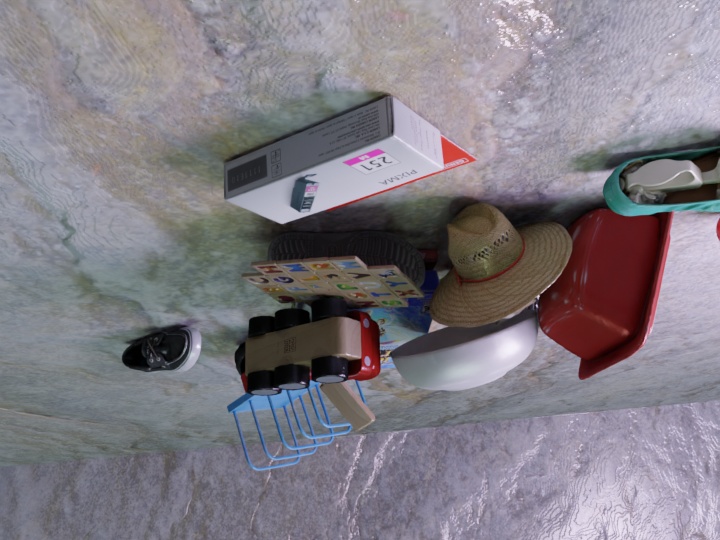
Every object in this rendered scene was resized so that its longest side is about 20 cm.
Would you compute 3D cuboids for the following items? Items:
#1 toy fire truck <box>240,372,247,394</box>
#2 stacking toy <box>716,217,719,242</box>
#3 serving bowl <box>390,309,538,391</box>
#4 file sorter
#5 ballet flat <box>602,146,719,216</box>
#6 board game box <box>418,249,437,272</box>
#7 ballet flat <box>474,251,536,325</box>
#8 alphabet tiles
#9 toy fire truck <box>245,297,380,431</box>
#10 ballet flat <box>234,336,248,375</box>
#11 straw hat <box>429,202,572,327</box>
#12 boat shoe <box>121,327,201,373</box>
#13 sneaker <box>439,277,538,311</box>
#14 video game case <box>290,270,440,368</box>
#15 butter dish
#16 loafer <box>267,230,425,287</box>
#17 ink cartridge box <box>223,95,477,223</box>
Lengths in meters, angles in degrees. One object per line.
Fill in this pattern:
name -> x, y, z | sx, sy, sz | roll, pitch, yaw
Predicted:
toy fire truck -> -0.101, 0.167, 1.514 | 0.197, 0.050, 0.141 | -10, 157, -30
stacking toy -> 0.494, -0.064, 0.990 | 0.084, 0.087, 0.200 | 2, 165, -21
serving bowl -> 0.140, 0.110, 1.105 | 0.196, 0.067, 0.200 | -18, -178, 1
file sorter -> -0.101, 0.241, 1.449 | 0.199, 0.125, 0.137 | -36, 156, 33
ballet flat -> 0.346, -0.093, 0.863 | 0.196, 0.069, 0.070 | -8, 170, 16
board game box -> 0.000, 0.000, 1.158 | 0.195, 0.020, 0.103 | -3, 161, -6
ballet flat -> 0.170, 0.030, 1.069 | 0.067, 0.068, 0.200 | 26, -171, -5
alphabet tiles -> -0.032, 0.018, 1.004 | 0.196, 0.006, 0.166 | -3, 159, 24
toy fire truck -> -0.033, 0.132, 1.121 | 0.174, 0.131, 0.198 | -16, 157, 36
ballet flat -> -0.173, 0.140, 1.491 | 0.065, 0.058, 0.200 | 2, 162, -22
straw hat -> 0.140, -0.029, 0.978 | 0.199, 0.202, 0.086 | -19, 117, 39
boat shoe -> -0.338, 0.134, 1.426 | 0.065, 0.072, 0.198 | 8, 166, -40
sneaker -> 0.188, 0.033, 1.240 | 0.197, 0.080, 0.090 | 14, 164, -32
video game case -> 0.000, 0.074, 1.190 | 0.195, 0.046, 0.183 | -2, 143, -10
butter dish -> 0.272, 0.008, 1.037 | 0.145, 0.203, 0.200 | 19, 161, -1
loafer -> -0.018, -0.009, 1.052 | 0.196, 0.077, 0.070 | 8, 165, -8
ink cartridge box -> -0.006, -0.089, 0.833 | 0.197, 0.044, 0.172 | -16, 158, 32
